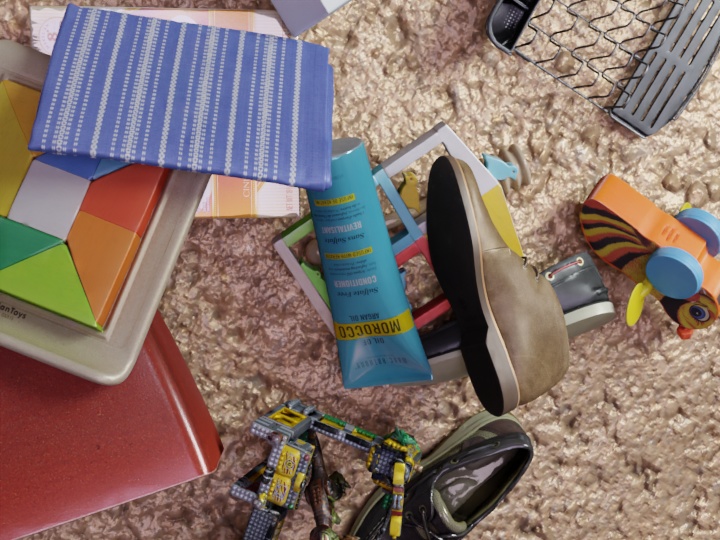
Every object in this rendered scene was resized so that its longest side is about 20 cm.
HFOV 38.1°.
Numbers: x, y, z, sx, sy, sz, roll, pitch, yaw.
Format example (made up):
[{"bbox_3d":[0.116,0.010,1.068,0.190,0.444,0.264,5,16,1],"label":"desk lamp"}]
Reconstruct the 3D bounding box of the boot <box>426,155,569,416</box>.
[{"bbox_3d":[0.106,0.004,0.813,0.074,0.073,0.204,-18,95,-18],"label":"boot"}]

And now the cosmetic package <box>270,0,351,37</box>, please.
[{"bbox_3d":[-0.044,-0.298,0.772,0.151,0.051,0.202,-43,106,-39],"label":"cosmetic package"}]

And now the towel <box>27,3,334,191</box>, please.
[{"bbox_3d":[-0.114,-0.118,0.714,0.196,0.147,0.024,7,139,-10],"label":"towel"}]

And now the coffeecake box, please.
[{"bbox_3d":[-0.147,-0.119,0.801,0.196,0.073,0.157,-1,97,-9],"label":"coffeecake box"}]

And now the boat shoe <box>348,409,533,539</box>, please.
[{"bbox_3d":[0.065,0.199,0.886,0.073,0.065,0.200,44,90,-14],"label":"boat shoe"}]

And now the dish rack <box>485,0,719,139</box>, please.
[{"bbox_3d":[0.211,-0.209,0.857,0.198,0.055,0.155,30,98,-13],"label":"dish rack"}]

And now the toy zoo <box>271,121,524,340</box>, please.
[{"bbox_3d":[0.044,-0.027,0.845,0.198,0.020,0.132,-33,108,3],"label":"toy zoo"}]

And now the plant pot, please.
[{"bbox_3d":[-0.221,0.085,0.766,0.196,0.200,0.180,-17,86,-7],"label":"plant pot"}]

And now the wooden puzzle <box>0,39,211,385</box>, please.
[{"bbox_3d":[-0.205,-0.047,0.695,0.182,0.037,0.203,20,73,5],"label":"wooden puzzle"}]

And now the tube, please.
[{"bbox_3d":[0.000,0.000,0.814,0.076,0.050,0.203,-5,113,23],"label":"tube"}]

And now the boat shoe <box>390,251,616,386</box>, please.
[{"bbox_3d":[0.112,0.044,0.877,0.198,0.074,0.064,-21,72,1],"label":"boat shoe"}]

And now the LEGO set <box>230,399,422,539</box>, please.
[{"bbox_3d":[-0.042,0.200,0.815,0.152,0.116,0.203,29,99,10],"label":"LEGO set"}]

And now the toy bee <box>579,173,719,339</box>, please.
[{"bbox_3d":[0.266,0.011,0.876,0.129,0.110,0.201,-27,61,-23],"label":"toy bee"}]

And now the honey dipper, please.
[{"bbox_3d":[0.047,-0.048,0.866,0.197,0.038,0.039,-25,101,-3],"label":"honey dipper"}]
